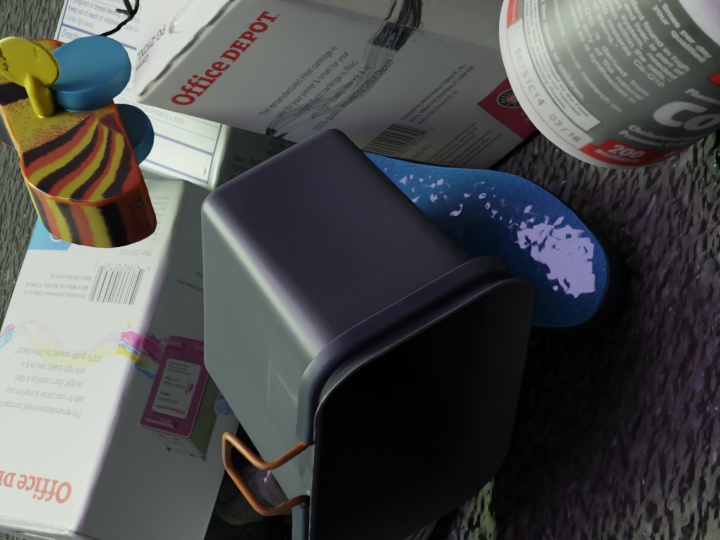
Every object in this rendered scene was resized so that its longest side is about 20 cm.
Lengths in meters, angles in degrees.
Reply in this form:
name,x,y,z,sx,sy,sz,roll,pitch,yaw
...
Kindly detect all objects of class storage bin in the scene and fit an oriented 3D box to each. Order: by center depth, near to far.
name,x,y,z,sx,sy,sz,roll,pitch,yaw
storage bin,-0.017,0.039,1.402,0.134,0.145,0.200,50,158,27

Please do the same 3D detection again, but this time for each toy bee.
name,x,y,z,sx,sy,sz,roll,pitch,yaw
toy bee,-0.165,-0.079,1.540,0.200,0.109,0.131,-94,-10,-67

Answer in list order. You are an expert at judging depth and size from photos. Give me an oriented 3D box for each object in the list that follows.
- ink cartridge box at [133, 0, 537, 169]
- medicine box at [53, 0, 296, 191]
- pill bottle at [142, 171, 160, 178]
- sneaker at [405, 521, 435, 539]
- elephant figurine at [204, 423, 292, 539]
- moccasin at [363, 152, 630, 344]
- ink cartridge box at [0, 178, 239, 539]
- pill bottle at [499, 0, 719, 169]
name,x,y,z,sx,sy,sz,roll,pitch,yaw
ink cartridge box,0.002,-0.126,1.488,0.145,0.200,0.084,-39,44,55
medicine box,-0.075,-0.148,1.652,0.182,0.103,0.200,22,98,47
pill bottle,-0.110,-0.153,1.864,0.114,0.114,0.200,-25,56,61
sneaker,-0.002,0.162,1.536,0.087,0.074,0.200,-164,93,-79
elephant figurine,-0.070,0.108,1.642,0.155,0.141,0.200,52,130,22
moccasin,0.064,-0.017,1.448,0.200,0.068,0.081,28,91,43
ink cartridge box,-0.133,0.057,1.581,0.144,0.085,0.200,3,71,53
pill bottle,0.154,-0.126,1.252,0.200,0.114,0.114,-32,50,59
